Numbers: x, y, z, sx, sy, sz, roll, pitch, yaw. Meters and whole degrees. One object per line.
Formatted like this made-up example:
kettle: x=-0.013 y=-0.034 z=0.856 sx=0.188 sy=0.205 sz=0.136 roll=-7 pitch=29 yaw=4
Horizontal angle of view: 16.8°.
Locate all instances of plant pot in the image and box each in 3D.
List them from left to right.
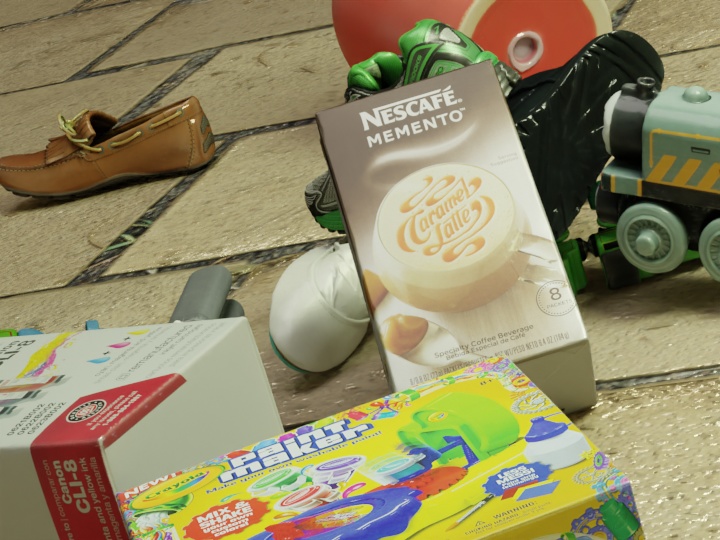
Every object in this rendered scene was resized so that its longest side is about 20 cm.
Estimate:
plant pot: x=0.097 y=-0.198 z=1.929 sx=0.200 sy=0.201 sz=0.177 roll=-22 pitch=29 yaw=-15

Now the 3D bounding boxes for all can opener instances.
can opener: x=-0.117 y=0.051 z=1.588 sx=0.066 sy=0.053 sz=0.200 roll=-13 pitch=18 yaw=14

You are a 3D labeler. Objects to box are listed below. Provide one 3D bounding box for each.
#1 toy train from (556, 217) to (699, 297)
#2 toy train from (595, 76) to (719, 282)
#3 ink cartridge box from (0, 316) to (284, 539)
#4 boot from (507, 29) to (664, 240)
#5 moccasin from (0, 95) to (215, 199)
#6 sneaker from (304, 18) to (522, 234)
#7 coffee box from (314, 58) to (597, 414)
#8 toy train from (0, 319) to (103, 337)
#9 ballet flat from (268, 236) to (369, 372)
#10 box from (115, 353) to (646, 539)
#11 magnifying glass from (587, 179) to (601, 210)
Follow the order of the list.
toy train: x=0.175 y=-0.016 z=1.546 sx=0.199 sy=0.042 sz=0.056 roll=-15 pitch=28 yaw=5
toy train: x=0.232 y=-0.053 z=1.437 sx=0.199 sy=0.115 sz=0.085 roll=12 pitch=29 yaw=28
ink cartridge box: x=-0.153 y=0.122 z=1.262 sx=0.199 sy=0.145 sz=0.145 roll=-6 pitch=21 yaw=33
boot: x=0.100 y=-0.064 z=1.568 sx=0.200 sy=0.076 sz=0.168 roll=-48 pitch=5 yaw=-15
moccasin: x=-0.228 y=-0.110 z=2.120 sx=0.200 sy=0.078 sz=0.074 roll=-9 pitch=19 yaw=23
sneaker: x=0.020 y=-0.095 z=1.558 sx=0.200 sy=0.085 sz=0.078 roll=-43 pitch=5 yaw=45
coffee box: x=0.052 y=-0.008 z=1.393 sx=0.114 sy=0.080 sz=0.201 roll=-17 pitch=57 yaw=0
toy train: x=-0.210 y=0.083 z=1.553 sx=0.115 sy=0.085 sz=0.200 roll=-6 pitch=16 yaw=-9
ballet flat: x=0.000 y=0.000 z=1.592 sx=0.069 sy=0.070 sz=0.200 roll=-8 pitch=18 yaw=26
box: x=0.013 y=0.149 z=1.074 sx=0.199 sy=0.123 sz=0.193 roll=-20 pitch=17 yaw=-8
magnifying glass: x=0.204 y=-0.064 z=1.606 sx=0.079 sy=0.023 sz=0.200 roll=-15 pitch=4 yaw=22
